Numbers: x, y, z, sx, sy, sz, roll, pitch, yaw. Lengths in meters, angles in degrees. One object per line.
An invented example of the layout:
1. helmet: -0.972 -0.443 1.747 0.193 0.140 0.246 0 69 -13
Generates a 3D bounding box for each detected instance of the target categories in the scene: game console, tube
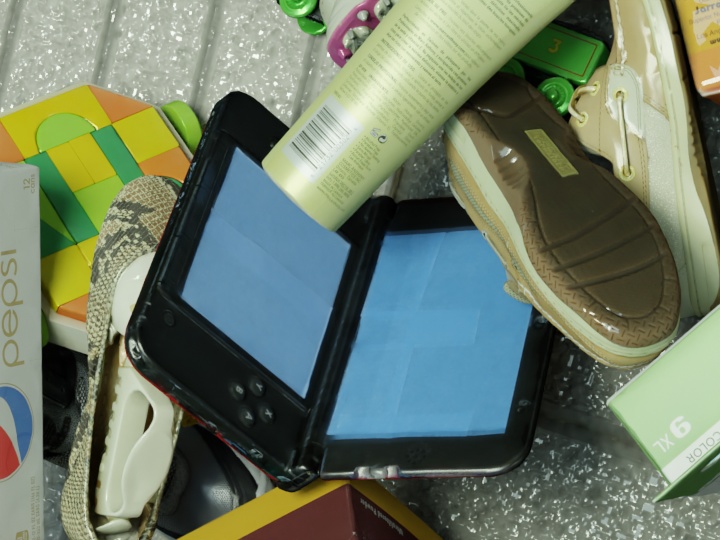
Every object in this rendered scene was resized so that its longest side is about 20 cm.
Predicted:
1. game console: 0.000 0.000 1.130 0.172 0.201 0.118 40 131 -22
2. tube: 0.037 -0.107 1.106 0.200 0.058 0.052 -48 43 8

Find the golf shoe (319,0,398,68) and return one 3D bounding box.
1. golf shoe: 0.051 -0.189 1.158 0.200 0.075 0.092 -38 48 18

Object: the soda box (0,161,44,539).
1. soda box: -0.206 0.046 1.155 0.063 0.068 0.202 7 100 35

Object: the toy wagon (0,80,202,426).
1. toy wagon: -0.125 -0.010 1.223 0.201 0.155 0.040 55 149 17

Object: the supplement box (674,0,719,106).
1. supplement box: 0.185 -0.187 1.143 0.068 0.066 0.201 -17 80 21

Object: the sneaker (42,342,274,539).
1. sneaker: -0.142 0.095 1.232 0.200 0.114 0.076 37 107 22

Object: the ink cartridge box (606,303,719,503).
1. ink cartridge box: 0.180 0.051 1.053 0.104 0.200 0.059 -42 73 14

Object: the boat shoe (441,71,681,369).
1. boat shoe: 0.095 -0.012 1.103 0.200 0.071 0.077 -116 28 -45

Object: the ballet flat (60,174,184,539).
1. ballet flat: -0.108 0.055 1.146 0.067 0.075 0.201 8 97 -21

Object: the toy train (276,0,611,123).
1. toy train: 0.044 -0.130 1.214 0.199 0.042 0.057 24 86 23

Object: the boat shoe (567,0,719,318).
1. boat shoe: 0.137 -0.072 1.138 0.066 0.074 0.202 -12 89 12

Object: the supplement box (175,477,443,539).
1. supplement box: -0.039 0.239 1.125 0.196 0.133 0.201 -29 44 19
